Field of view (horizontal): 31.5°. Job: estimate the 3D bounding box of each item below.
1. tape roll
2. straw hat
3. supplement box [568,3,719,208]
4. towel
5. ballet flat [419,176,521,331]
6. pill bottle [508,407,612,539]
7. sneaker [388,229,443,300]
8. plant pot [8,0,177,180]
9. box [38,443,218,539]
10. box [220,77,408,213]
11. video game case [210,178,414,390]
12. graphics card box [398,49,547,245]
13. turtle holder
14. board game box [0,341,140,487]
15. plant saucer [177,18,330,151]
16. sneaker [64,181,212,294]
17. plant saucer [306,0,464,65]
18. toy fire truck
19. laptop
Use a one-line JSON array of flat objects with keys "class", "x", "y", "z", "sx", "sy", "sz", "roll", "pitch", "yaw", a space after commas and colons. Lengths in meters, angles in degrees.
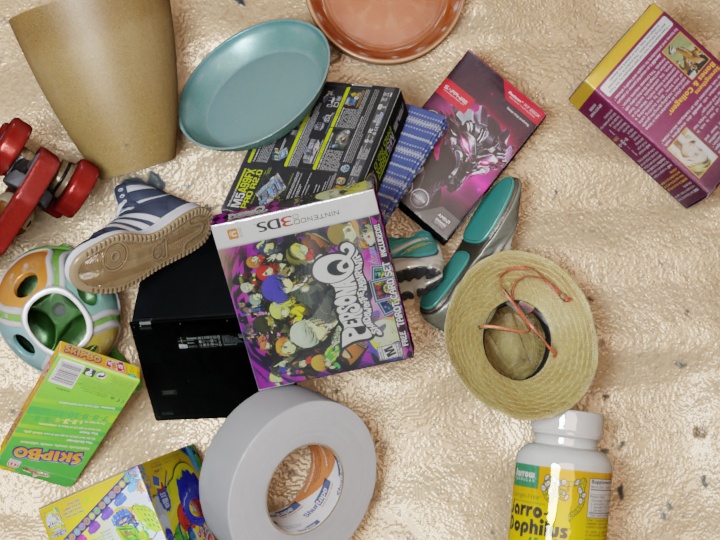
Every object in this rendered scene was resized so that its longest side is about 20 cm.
[{"class": "tape roll", "x": -0.079, "y": 0.231, "z": 1.414, "sx": 0.198, "sy": 0.066, "sz": 0.203, "roll": -13, "pitch": 111, "yaw": -36}, {"class": "straw hat", "x": 0.176, "y": 0.087, "z": 1.478, "sx": 0.198, "sy": 0.085, "sz": 0.204, "roll": 5, "pitch": 68, "yaw": -13}, {"class": "supplement box", "x": 0.367, "y": -0.193, "z": 1.509, "sx": 0.200, "sy": 0.103, "sz": 0.131, "roll": 44, "pitch": 84, "yaw": 3}, {"class": "towel", "x": -0.001, "y": -0.116, "z": 1.472, "sx": 0.143, "sy": 0.024, "sz": 0.201, "roll": 20, "pitch": 64, "yaw": 28}, {"class": "ballet flat", "x": 0.143, "y": -0.016, "z": 1.512, "sx": 0.063, "sy": 0.067, "sz": 0.201, "roll": 36, "pitch": 84, "yaw": -26}, {"class": "pill bottle", "x": 0.228, "y": 0.260, "z": 1.454, "sx": 0.111, "sy": 0.113, "sz": 0.203, "roll": 7, "pitch": 85, "yaw": -1}, {"class": "sneaker", "x": 0.000, "y": 0.000, "z": 1.503, "sx": 0.197, "sy": 0.078, "sz": 0.080, "roll": -9, "pitch": 51, "yaw": 3}, {"class": "plant pot", "x": -0.285, "y": -0.213, "z": 1.466, "sx": 0.184, "sy": 0.186, "sz": 0.203, "roll": -15, "pitch": 99, "yaw": -3}, {"class": "box", "x": -0.225, "y": 0.309, "z": 1.380, "sx": 0.121, "sy": 0.200, "sz": 0.195, "roll": -23, "pitch": 86, "yaw": 8}, {"class": "box", "x": -0.050, "y": -0.126, "z": 1.452, "sx": 0.158, "sy": 0.044, "sz": 0.202, "roll": 7, "pitch": 58, "yaw": 23}, {"class": "video game case", "x": -0.049, "y": 0.018, "z": 1.367, "sx": 0.179, "sy": 0.036, "sz": 0.202, "roll": -11, "pitch": 112, "yaw": 6}, {"class": "graphics card box", "x": 0.115, "y": -0.147, "z": 1.522, "sx": 0.125, "sy": 0.051, "sz": 0.201, "roll": 40, "pitch": 85, "yaw": 3}, {"class": "turtle holder", "x": -0.335, "y": 0.066, "z": 1.439, "sx": 0.139, "sy": 0.132, "sz": 0.188, "roll": -16, "pitch": 100, "yaw": -11}, {"class": "board game box", "x": -0.329, "y": 0.165, "z": 1.423, "sx": 0.095, "sy": 0.030, "sz": 0.201, "roll": 21, "pitch": 123, "yaw": -23}, {"class": "plant saucer", "x": -0.119, "y": -0.208, "z": 1.485, "sx": 0.198, "sy": 0.036, "sz": 0.202, "roll": -15, "pitch": 50, "yaw": 18}, {"class": "sneaker", "x": -0.273, "y": -0.040, "z": 1.443, "sx": 0.108, "sy": 0.199, "sz": 0.071, "roll": 27, "pitch": 126, "yaw": 33}, {"class": "plant saucer", "x": 0.030, "y": -0.348, "z": 1.549, "sx": 0.197, "sy": 0.032, "sz": 0.203, "roll": 0, "pitch": 85, "yaw": -3}, {"class": "toy fire truck", "x": -0.387, "y": -0.069, "z": 1.429, "sx": 0.111, "sy": 0.200, "sz": 0.169, "roll": 31, "pitch": 80, "yaw": -20}, {"class": "laptop", "x": -0.159, "y": 0.056, "z": 1.484, "sx": 0.185, "sy": 0.116, "sz": 0.203, "roll": -4, "pitch": 112, "yaw": 17}]
